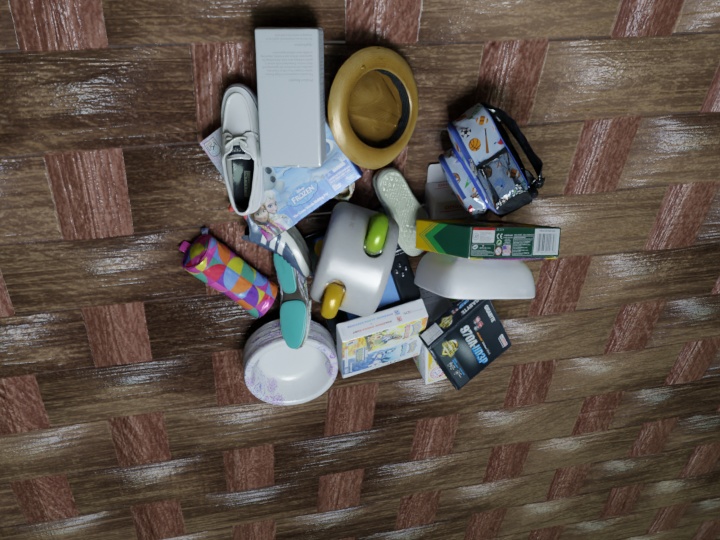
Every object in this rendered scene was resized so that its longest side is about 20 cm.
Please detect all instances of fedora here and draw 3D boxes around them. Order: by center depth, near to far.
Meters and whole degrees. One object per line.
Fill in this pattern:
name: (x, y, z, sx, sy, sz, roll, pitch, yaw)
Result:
fedora: (0.008, -0.267, 1.192, 0.197, 0.081, 0.206, -17, 117, -37)

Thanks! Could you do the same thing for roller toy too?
roller toy: (-0.018, -0.020, 1.314, 0.136, 0.183, 0.205, 17, 100, -4)

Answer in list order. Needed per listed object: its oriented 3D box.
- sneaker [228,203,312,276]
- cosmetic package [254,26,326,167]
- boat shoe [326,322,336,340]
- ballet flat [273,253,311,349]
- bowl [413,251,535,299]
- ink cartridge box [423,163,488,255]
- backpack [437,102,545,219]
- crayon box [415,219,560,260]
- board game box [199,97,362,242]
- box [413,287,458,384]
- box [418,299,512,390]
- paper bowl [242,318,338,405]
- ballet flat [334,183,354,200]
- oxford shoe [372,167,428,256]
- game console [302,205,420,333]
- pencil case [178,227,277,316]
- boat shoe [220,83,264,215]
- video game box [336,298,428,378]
sneaker: (-0.164, -0.061, 1.325, 0.083, 0.075, 0.202, -30, 109, 11)
cosmetic package: (-0.105, -0.266, 1.122, 0.099, 0.074, 0.206, 2, 108, 4)
boat shoe: (0.016, 0.140, 1.579, 0.197, 0.061, 0.074, 23, 120, -32)
ballet flat: (-0.122, 0.047, 1.412, 0.070, 0.072, 0.206, -8, 101, -10)
bowl: (0.213, 0.001, 1.361, 0.194, 0.199, 0.077, 2, 98, -16)
ink cartridge box: (0.184, -0.109, 1.411, 0.113, 0.068, 0.204, -9, 132, -9)
backpack: (0.219, -0.188, 1.272, 0.151, 0.195, 0.200, -23, 178, 7)
crayon box: (0.222, -0.058, 1.293, 0.195, 0.172, 0.060, -1, 99, -28)
board game box: (-0.130, -0.186, 1.207, 0.198, 0.043, 0.201, -33, 101, 13)
box: (0.172, 0.134, 1.589, 0.110, 0.102, 0.203, -15, 133, -11)
box: (0.220, 0.144, 1.509, 0.158, 0.046, 0.201, -39, 138, -3)
paper bowl: (-0.148, 0.178, 1.526, 0.195, 0.106, 0.204, -6, 132, -6)
ballet flat: (-0.077, -0.188, 1.266, 0.075, 0.065, 0.198, -42, 128, 21)
oxford shoe: (0.077, -0.114, 1.373, 0.074, 0.058, 0.202, -33, 125, -6)
game console: (0.000, 0.000, 1.421, 0.195, 0.174, 0.119, -21, 160, 2)
pencil case: (-0.245, 0.008, 1.373, 0.088, 0.089, 0.199, -36, 129, 16)
boat shoe: (-0.190, -0.189, 1.152, 0.070, 0.066, 0.206, 3, 106, 4)
video game box: (0.041, 0.142, 1.482, 0.178, 0.048, 0.201, -18, 154, -10)
